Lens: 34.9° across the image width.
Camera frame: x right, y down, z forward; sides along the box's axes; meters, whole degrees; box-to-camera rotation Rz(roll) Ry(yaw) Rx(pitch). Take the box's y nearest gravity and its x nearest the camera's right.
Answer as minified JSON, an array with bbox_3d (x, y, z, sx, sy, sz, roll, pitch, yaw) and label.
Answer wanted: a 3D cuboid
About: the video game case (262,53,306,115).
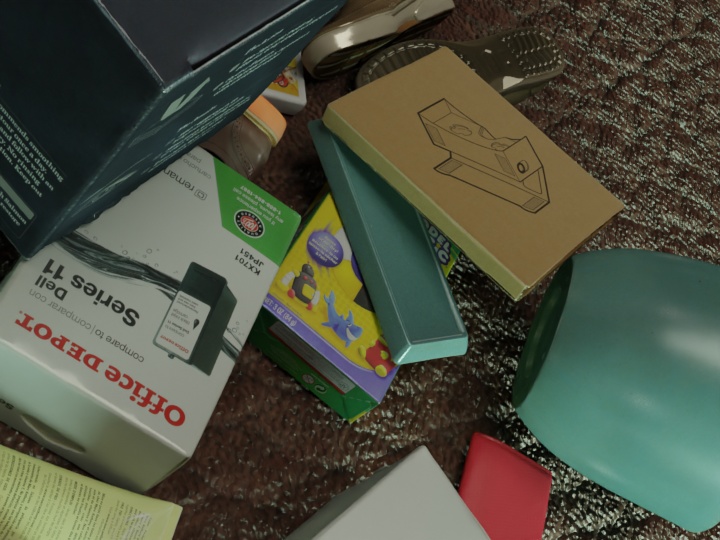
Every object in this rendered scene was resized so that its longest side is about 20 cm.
[{"bbox_3d":[-0.139,-0.223,0.900,0.199,0.023,0.183,11,60,-32],"label":"video game case"}]

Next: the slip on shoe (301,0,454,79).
[{"bbox_3d":[0.008,-0.216,0.964,0.200,0.076,0.061,-35,93,-45],"label":"slip on shoe"}]

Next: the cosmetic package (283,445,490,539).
[{"bbox_3d":[-0.026,0.200,0.684,0.199,0.113,0.081,-31,85,-40],"label":"cosmetic package"}]

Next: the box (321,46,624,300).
[{"bbox_3d":[0.090,-0.082,0.875,0.200,0.021,0.163,43,44,13],"label":"box"}]

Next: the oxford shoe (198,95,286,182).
[{"bbox_3d":[-0.142,-0.124,0.799,0.199,0.071,0.073,32,73,-27],"label":"oxford shoe"}]

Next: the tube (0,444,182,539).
[{"bbox_3d":[-0.197,0.133,0.645,0.199,0.058,0.052,29,9,-24],"label":"tube"}]

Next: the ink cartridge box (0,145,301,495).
[{"bbox_3d":[-0.143,0.016,0.721,0.146,0.083,0.201,33,51,-15],"label":"ink cartridge box"}]

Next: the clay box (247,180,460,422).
[{"bbox_3d":[0.000,0.000,0.856,0.115,0.048,0.201,40,50,-10],"label":"clay box"}]

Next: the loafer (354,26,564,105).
[{"bbox_3d":[0.085,-0.158,0.995,0.198,0.068,0.076,-12,63,-22],"label":"loafer"}]

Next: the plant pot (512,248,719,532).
[{"bbox_3d":[0.210,0.076,0.874,0.160,0.201,0.202,20,52,1],"label":"plant pot"}]

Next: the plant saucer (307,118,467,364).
[{"bbox_3d":[0.022,-0.029,0.845,0.069,0.019,0.201,-5,67,-36],"label":"plant saucer"}]

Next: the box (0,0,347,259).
[{"bbox_3d":[-0.117,-0.134,0.629,0.118,0.200,0.197,51,49,-4],"label":"box"}]

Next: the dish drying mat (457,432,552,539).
[{"bbox_3d":[0.089,0.216,0.820,0.077,0.018,0.201,33,51,-16],"label":"dish drying mat"}]
